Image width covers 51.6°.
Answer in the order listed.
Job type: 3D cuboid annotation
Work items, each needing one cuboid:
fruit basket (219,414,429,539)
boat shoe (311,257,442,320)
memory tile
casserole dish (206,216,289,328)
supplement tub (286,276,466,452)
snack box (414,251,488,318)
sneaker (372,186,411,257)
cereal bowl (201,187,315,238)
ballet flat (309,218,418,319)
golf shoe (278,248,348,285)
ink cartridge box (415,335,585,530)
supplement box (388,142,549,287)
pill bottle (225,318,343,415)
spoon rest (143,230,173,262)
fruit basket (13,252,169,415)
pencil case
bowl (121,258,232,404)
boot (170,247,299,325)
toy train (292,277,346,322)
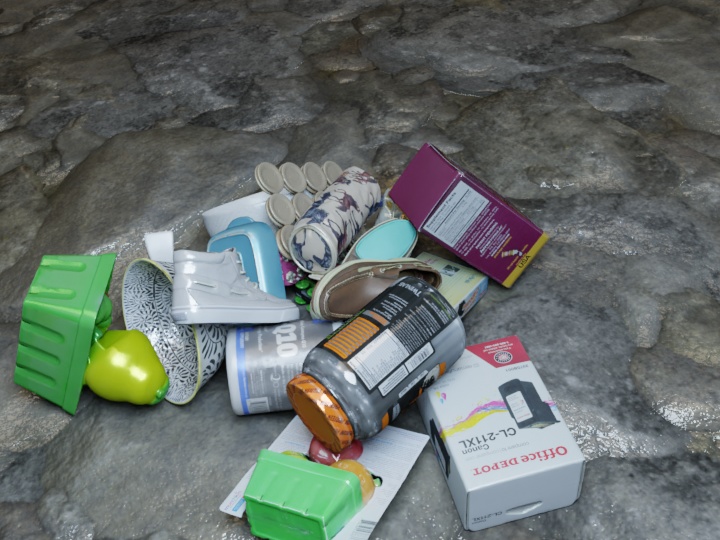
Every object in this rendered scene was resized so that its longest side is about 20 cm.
[{"bbox_3d":[-0.037,0.240,0.875,0.183,0.095,0.200,7,23,25],"label":"fruit basket"},{"bbox_3d":[0.029,0.021,0.972,0.201,0.076,0.074,-18,23,-41],"label":"boat shoe"},{"bbox_3d":[-0.071,-0.094,1.132,0.199,0.017,0.155,-11,76,-52],"label":"memory tile"},{"bbox_3d":[-0.166,0.024,1.055,0.120,0.203,0.039,-11,-3,30],"label":"casserole dish"},{"bbox_3d":[0.018,0.109,0.864,0.199,0.123,0.122,-37,50,-24],"label":"supplement tub"},{"bbox_3d":[0.093,0.041,1.082,0.115,0.038,0.200,21,34,26],"label":"snack box"},{"bbox_3d":[0.045,-0.040,1.176,0.075,0.088,0.201,21,47,3],"label":"sneaker"},{"bbox_3d":[-0.154,-0.081,1.216,0.197,0.084,0.200,-16,13,4],"label":"cereal bowl"},{"bbox_3d":[0.000,0.000,1.059,0.200,0.062,0.068,-42,84,-16],"label":"ballet flat"},{"bbox_3d":[-0.095,-0.030,1.161,0.091,0.076,0.199,2,12,34],"label":"golf shoe"},{"bbox_3d":[0.162,0.190,0.903,0.144,0.084,0.201,-12,41,-8],"label":"ink cartridge box"},{"bbox_3d":[0.160,-0.081,1.103,0.104,0.199,0.131,-52,32,14],"label":"supplement box"},{"bbox_3d":[-0.071,0.122,0.978,0.197,0.115,0.114,-6,41,-5],"label":"pill bottle"},{"bbox_3d":[-0.288,-0.005,1.116,0.098,0.200,0.061,-8,79,-8],"label":"spoon rest"},{"bbox_3d":[-0.344,0.097,0.993,0.212,0.217,0.157,-4,41,1],"label":"fruit basket"},{"bbox_3d":[-0.034,-0.070,1.082,0.077,0.090,0.200,-6,29,29],"label":"pencil case"},{"bbox_3d":[-0.235,0.070,1.015,0.094,0.203,0.200,-19,40,-39],"label":"bowl"},{"bbox_3d":[-0.151,0.019,0.938,0.073,0.097,0.199,-6,-7,35],"label":"boot"},{"bbox_3d":[-0.023,0.061,1.103,0.056,0.042,0.199,-26,44,-36],"label":"toy train"}]
